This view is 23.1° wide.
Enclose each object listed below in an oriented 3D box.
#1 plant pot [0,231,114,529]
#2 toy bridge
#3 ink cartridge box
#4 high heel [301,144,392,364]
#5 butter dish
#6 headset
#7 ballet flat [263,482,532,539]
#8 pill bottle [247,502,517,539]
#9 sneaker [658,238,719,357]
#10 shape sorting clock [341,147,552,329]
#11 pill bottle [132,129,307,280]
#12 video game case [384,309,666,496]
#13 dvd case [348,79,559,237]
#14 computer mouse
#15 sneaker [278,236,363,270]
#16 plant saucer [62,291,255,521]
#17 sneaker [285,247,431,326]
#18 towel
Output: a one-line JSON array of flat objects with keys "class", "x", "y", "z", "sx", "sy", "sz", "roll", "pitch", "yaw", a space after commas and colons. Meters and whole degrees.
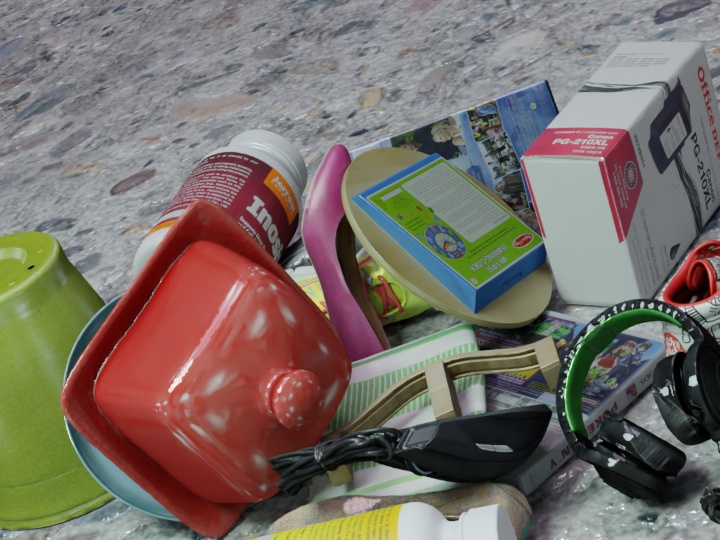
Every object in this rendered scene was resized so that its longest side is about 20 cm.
[{"class": "plant pot", "x": -0.278, "y": 0.079, "z": 1.497, "sx": 0.198, "sy": 0.194, "sz": 0.201, "roll": -16, "pitch": 27, "yaw": 8}, {"class": "toy bridge", "x": 0.063, "y": 0.094, "z": 1.311, "sx": 0.199, "sy": 0.027, "sz": 0.067, "roll": -25, "pitch": 32, "yaw": 9}, {"class": "ink cartridge box", "x": 0.230, "y": -0.085, "z": 1.490, "sx": 0.084, "sy": 0.146, "sz": 0.200, "roll": 4, "pitch": 36, "yaw": 37}, {"class": "high heel", "x": 0.000, "y": 0.000, "z": 1.456, "sx": 0.095, "sy": 0.202, "sz": 0.067, "roll": 8, "pitch": 1, "yaw": 22}, {"class": "butter dish", "x": -0.083, "y": 0.082, "z": 1.291, "sx": 0.147, "sy": 0.200, "sz": 0.201, "roll": 11, "pitch": 61, "yaw": 51}, {"class": "headset", "x": 0.202, "y": 0.102, "z": 1.191, "sx": 0.124, "sy": 0.094, "sz": 0.200, "roll": -46, "pitch": 50, "yaw": 14}, {"class": "ballet flat", "x": 0.020, "y": 0.190, "z": 1.222, "sx": 0.198, "sy": 0.068, "sz": 0.067, "roll": -14, "pitch": 30, "yaw": 15}, {"class": "pill bottle", "x": 0.005, "y": 0.214, "z": 1.137, "sx": 0.198, "sy": 0.113, "sz": 0.113, "roll": -15, "pitch": 27, "yaw": 12}, {"class": "sneaker", "x": 0.304, "y": 0.015, "z": 1.295, "sx": 0.200, "sy": 0.109, "sz": 0.067, "roll": -30, "pitch": 28, "yaw": -18}, {"class": "shape sorting clock", "x": 0.071, "y": -0.027, "z": 1.447, "sx": 0.198, "sy": 0.039, "sz": 0.201, "roll": 22, "pitch": 33, "yaw": -15}, {"class": "pill bottle", "x": -0.120, "y": -0.041, "z": 1.606, "sx": 0.112, "sy": 0.114, "sz": 0.201, "roll": -6, "pitch": 34, "yaw": 26}, {"class": "video game case", "x": 0.117, "y": 0.093, "z": 1.381, "sx": 0.182, "sy": 0.023, "sz": 0.199, "roll": -37, "pitch": 30, "yaw": -28}, {"class": "dvd case", "x": 0.098, "y": -0.071, "z": 1.584, "sx": 0.198, "sy": 0.144, "sz": 0.018, "roll": -19, "pitch": -8, "yaw": 2}, {"class": "computer mouse", "x": 0.035, "y": 0.133, "z": 1.226, "sx": 0.199, "sy": 0.047, "sz": 0.140, "roll": -3, "pitch": -13, "yaw": -44}, {"class": "sneaker", "x": 0.000, "y": -0.039, "z": 1.647, "sx": 0.199, "sy": 0.075, "sz": 0.082, "roll": -26, "pitch": 28, "yaw": -9}, {"class": "plant saucer", "x": -0.138, "y": 0.104, "z": 1.405, "sx": 0.199, "sy": 0.201, "sz": 0.027, "roll": -32, "pitch": -12, "yaw": -21}, {"class": "sneaker", "x": -0.006, "y": 0.032, "z": 1.530, "sx": 0.199, "sy": 0.079, "sz": 0.091, "roll": -20, "pitch": 24, "yaw": 28}, {"class": "towel", "x": 0.025, "y": 0.125, "z": 1.342, "sx": 0.151, "sy": 0.023, "sz": 0.201, "roll": -20, "pitch": 32, "yaw": 16}]
